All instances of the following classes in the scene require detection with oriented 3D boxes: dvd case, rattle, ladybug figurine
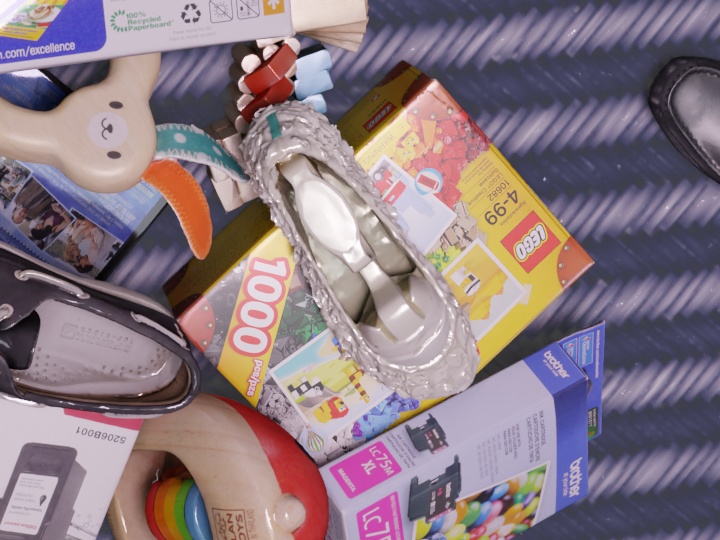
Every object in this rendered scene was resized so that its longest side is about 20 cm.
[{"bbox_3d":[-0.217,-0.017,1.108,0.142,0.018,0.200,39,93,-19],"label":"dvd case"},{"bbox_3d":[-0.136,-0.109,1.011,0.130,0.143,0.200,-34,76,-36],"label":"rattle"},{"bbox_3d":[-0.078,0.130,1.093,0.071,0.199,0.137,-14,98,-32],"label":"ladybug figurine"}]

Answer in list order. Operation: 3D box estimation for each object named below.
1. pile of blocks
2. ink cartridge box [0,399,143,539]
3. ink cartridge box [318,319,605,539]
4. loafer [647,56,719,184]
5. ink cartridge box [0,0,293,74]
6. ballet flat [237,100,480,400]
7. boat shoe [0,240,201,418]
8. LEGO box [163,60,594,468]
[{"bbox_3d":[-0.036,-0.124,1.096,0.081,0.062,0.202,14,101,-15],"label":"pile of blocks"},{"bbox_3d":[-0.213,0.107,1.086,0.144,0.083,0.202,16,104,-28],"label":"ink cartridge box"},{"bbox_3d":[0.070,0.118,1.145,0.199,0.042,0.120,-29,142,-18],"label":"ink cartridge box"},{"bbox_3d":[0.259,-0.062,1.168,0.200,0.070,0.068,33,95,-17],"label":"loafer"},{"bbox_3d":[-0.135,-0.202,0.940,0.196,0.047,0.202,-9,107,-16],"label":"ink cartridge box"},{"bbox_3d":[0.000,0.000,1.052,0.072,0.072,0.201,-37,109,-1],"label":"ballet flat"},{"bbox_3d":[-0.172,0.033,0.986,0.199,0.060,0.074,19,101,-32],"label":"boat shoe"},{"bbox_3d":[0.008,0.004,1.129,0.200,0.077,0.149,-43,108,1],"label":"LEGO box"}]
